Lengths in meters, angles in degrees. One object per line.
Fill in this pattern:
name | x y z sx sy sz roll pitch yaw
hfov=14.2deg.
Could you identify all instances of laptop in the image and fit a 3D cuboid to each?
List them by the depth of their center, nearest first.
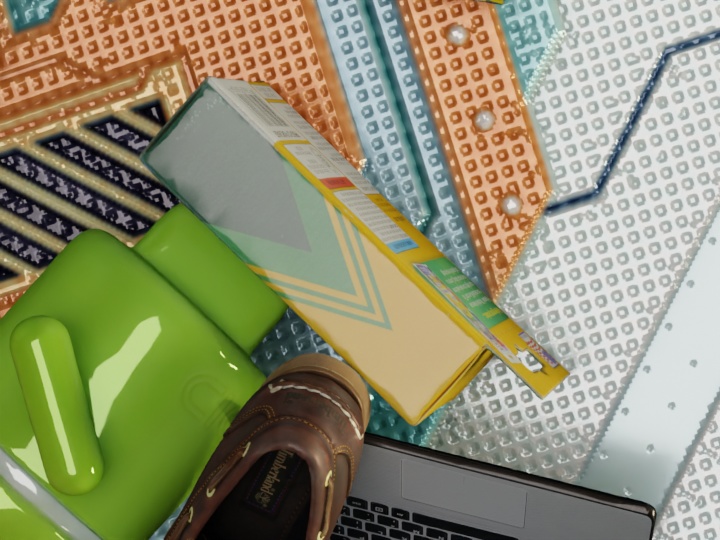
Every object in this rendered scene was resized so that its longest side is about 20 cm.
laptop | 0.024 0.174 1.298 0.186 0.200 0.116 13 60 8

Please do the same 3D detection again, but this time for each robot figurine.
robot figurine | -0.121 0.064 1.289 0.116 0.175 0.200 42 86 -4

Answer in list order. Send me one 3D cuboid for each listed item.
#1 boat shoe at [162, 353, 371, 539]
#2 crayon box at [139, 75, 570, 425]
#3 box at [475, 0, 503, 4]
boat shoe | -0.054 0.127 1.248 0.070 0.070 0.201 21 124 0
crayon box | 0.000 0.000 1.286 0.200 0.126 0.052 43 98 5
box | -0.029 -0.169 1.312 0.199 0.070 0.065 12 96 8
